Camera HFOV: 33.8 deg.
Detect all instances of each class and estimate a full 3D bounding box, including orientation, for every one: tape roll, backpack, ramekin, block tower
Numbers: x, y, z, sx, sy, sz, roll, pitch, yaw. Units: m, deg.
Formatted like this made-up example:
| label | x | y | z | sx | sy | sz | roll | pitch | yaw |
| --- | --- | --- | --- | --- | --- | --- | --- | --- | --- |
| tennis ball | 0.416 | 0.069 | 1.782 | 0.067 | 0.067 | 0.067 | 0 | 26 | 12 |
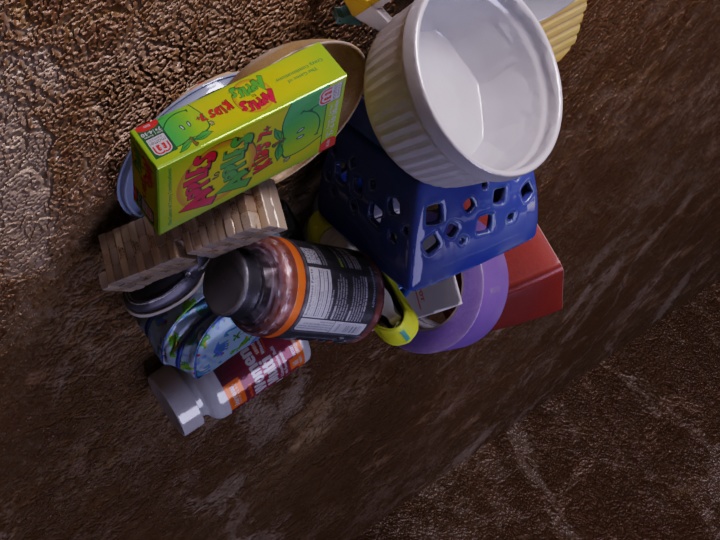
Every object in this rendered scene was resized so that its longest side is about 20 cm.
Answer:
| label | x | y | z | sx | sy | sz | roll | pitch | yaw |
| --- | --- | --- | --- | --- | --- | --- | --- | --- | --- |
| tape roll | 0.106 | 0.015 | 1.692 | 0.201 | 0.201 | 0.085 | -50 | 157 | 25 |
| backpack | -0.162 | 0.029 | 1.369 | 0.197 | 0.155 | 0.164 | -17 | 159 | -22 |
| ramekin | 0.094 | -0.176 | 1.157 | 0.199 | 0.203 | 0.104 | -21 | -178 | -41 |
| block tower | -0.173 | -0.036 | 1.182 | 0.198 | 0.059 | 0.054 | -22 | 167 | 24 |

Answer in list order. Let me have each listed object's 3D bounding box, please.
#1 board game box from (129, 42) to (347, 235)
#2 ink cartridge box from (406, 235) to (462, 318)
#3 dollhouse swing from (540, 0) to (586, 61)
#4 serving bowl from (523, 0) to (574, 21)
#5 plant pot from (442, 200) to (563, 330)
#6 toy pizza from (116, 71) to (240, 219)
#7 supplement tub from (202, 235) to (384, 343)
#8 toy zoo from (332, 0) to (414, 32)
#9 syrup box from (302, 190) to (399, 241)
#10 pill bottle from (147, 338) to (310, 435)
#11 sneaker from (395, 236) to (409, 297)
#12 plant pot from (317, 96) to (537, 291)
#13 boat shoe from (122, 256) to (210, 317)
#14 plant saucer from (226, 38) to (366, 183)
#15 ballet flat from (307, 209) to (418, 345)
| label | x | y | z | sx | sy | sz | roll | pitch | yaw |
| --- | --- | --- | --- | --- | --- | --- | --- | --- | --- |
| board game box | -0.109 | -0.119 | 1.068 | 0.198 | 0.048 | 0.102 | -30 | 158 | -24 |
| ink cartridge box | 0.063 | 0.009 | 1.610 | 0.198 | 0.118 | 0.067 | -17 | 177 | 42 |
| dollhouse swing | 0.221 | -0.238 | 1.450 | 0.173 | 0.184 | 0.201 | -14 | 153 | -10 |
| serving bowl | 0.160 | -0.338 | 1.225 | 0.197 | 0.067 | 0.201 | -13 | 151 | -7 |
| plant pot | 0.186 | -0.012 | 1.817 | 0.174 | 0.202 | 0.200 | -28 | 159 | -1 |
| toy pizza | -0.160 | -0.127 | 1.181 | 0.199 | 0.032 | 0.201 | -34 | 159 | -15 |
| supplement tub | -0.073 | 0.020 | 1.267 | 0.198 | 0.108 | 0.107 | 9 | 130 | -47 |
| toy zoo | 0.057 | -0.294 | 1.148 | 0.198 | 0.021 | 0.131 | -28 | 153 | 19 |
| syrup box | -0.025 | -0.034 | 1.533 | 0.078 | 0.082 | 0.201 | -22 | 151 | -35 |
| pill bottle | -0.172 | 0.124 | 1.557 | 0.199 | 0.110 | 0.110 | -34 | 159 | -18 |
| sneaker | -0.019 | 0.040 | 1.453 | 0.199 | 0.106 | 0.075 | -38 | 149 | 16 |
| plant pot | 0.077 | -0.125 | 1.341 | 0.198 | 0.200 | 0.182 | -23 | 133 | -28 |
| boat shoe | -0.183 | -0.032 | 1.283 | 0.199 | 0.073 | 0.063 | -41 | 157 | -12 |
| plant saucer | -0.082 | -0.156 | 1.157 | 0.199 | 0.036 | 0.201 | -34 | 158 | -15 |
| ballet flat | 0.000 | 0.000 | 1.387 | 0.067 | 0.201 | 0.067 | -37 | 163 | 4 |
